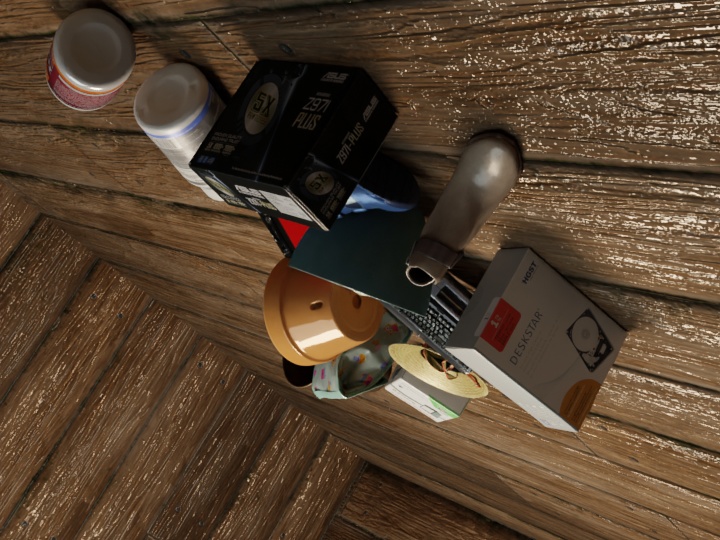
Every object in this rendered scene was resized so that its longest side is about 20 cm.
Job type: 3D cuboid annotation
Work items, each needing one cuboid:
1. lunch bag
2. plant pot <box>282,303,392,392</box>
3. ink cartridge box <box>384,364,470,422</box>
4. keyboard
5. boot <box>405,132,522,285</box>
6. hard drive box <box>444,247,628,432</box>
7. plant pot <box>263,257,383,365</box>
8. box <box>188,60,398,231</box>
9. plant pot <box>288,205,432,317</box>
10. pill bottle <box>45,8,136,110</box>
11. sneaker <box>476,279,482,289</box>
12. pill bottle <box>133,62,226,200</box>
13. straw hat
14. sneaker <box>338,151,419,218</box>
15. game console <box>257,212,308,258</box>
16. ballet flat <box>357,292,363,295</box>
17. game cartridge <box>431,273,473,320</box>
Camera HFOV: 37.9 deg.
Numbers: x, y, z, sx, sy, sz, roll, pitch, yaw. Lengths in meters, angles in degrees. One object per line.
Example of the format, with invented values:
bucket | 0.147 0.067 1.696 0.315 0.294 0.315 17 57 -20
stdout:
lunch bag | -0.009 0.162 2.009 0.121 0.201 0.170 36 164 -16
plant pot | -0.033 0.185 2.231 0.199 0.189 0.186 24 172 -35
ink cartridge box | 0.144 0.239 2.172 0.145 0.085 0.200 33 166 0
keyboard | 0.124 0.067 1.649 0.199 0.021 0.128 40 126 10
boot | 0.109 -0.057 1.170 0.070 0.147 0.200 31 165 6
hard drive box | 0.233 0.092 1.380 0.199 0.157 0.077 37 164 -20
plant pot | -0.053 0.062 1.834 0.139 0.202 0.200 -8 141 43
box | -0.081 -0.151 1.226 0.199 0.165 0.086 17 160 46
plant pot | 0.018 -0.035 1.412 0.198 0.136 0.200 21 178 1
pill bottle | -0.390 -0.293 1.499 0.112 0.114 0.200 36 164 -15
sneaker | 0.245 0.068 1.487 0.199 0.077 0.082 40 -173 -14
pill bottle | -0.227 -0.191 1.494 0.113 0.115 0.200 23 163 30
straw hat | 0.154 0.142 1.841 0.199 0.086 0.201 24 161 9
sneaker | -0.021 -0.107 1.335 0.197 0.074 0.083 14 137 8
game console | -0.108 -0.110 1.698 0.173 0.118 0.200 60 177 26
ballet flat | 0.000 0.000 1.721 0.069 0.070 0.200 21 160 36
game cartridge | 0.171 0.069 1.539 0.200 0.041 0.133 43 -169 10
